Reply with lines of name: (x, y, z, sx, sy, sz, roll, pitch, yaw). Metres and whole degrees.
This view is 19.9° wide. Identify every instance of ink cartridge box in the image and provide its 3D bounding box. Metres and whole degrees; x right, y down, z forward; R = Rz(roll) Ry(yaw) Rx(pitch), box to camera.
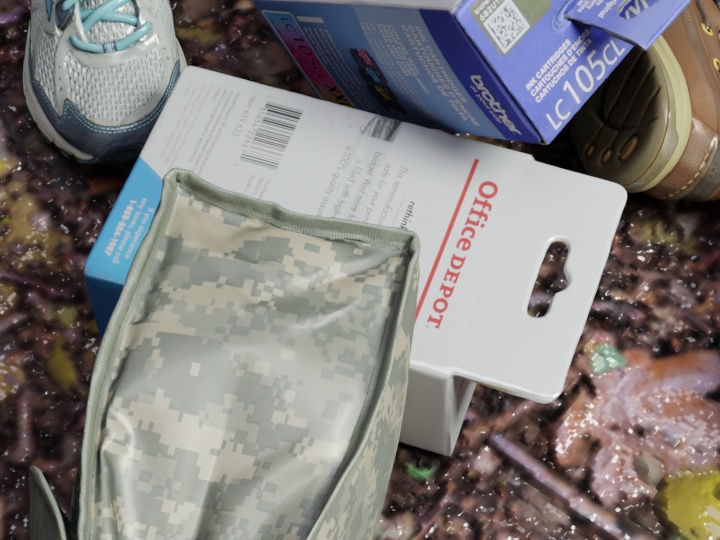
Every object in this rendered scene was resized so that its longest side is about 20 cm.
ink cartridge box: (0.000, 0.000, 0.854, 0.198, 0.067, 0.116, 16, 57, 12)
ink cartridge box: (0.061, -0.128, 0.862, 0.137, 0.076, 0.199, -48, 27, -16)

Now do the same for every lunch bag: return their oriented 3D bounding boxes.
lunch bag: (-0.056, 0.098, 0.731, 0.116, 0.165, 0.201, 14, 57, 4)

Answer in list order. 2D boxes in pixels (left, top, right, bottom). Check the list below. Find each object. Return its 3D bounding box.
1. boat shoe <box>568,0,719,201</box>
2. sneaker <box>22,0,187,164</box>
boat shoe: (0.127, -0.107, 0.931, 0.067, 0.072, 0.201, 18, 43, -27)
sneaker: (-0.125, -0.139, 0.937, 0.077, 0.087, 0.201, -10, 56, -4)
